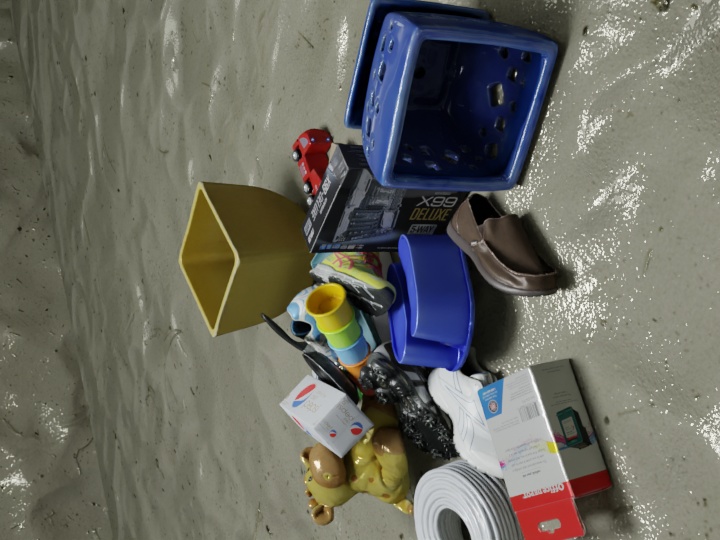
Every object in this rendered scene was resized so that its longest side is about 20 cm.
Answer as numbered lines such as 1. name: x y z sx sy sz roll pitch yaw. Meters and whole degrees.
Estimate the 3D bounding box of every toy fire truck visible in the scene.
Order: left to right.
1. toy fire truck: -0.045 -0.162 1.493 0.141 0.049 0.201 -45 57 51

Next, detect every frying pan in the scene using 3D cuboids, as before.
1. frying pan: -0.068 0.136 1.353 0.190 0.031 0.115 43 167 17

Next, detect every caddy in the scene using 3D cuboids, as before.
1. caddy: 0.103 0.040 1.230 0.142 0.104 0.201 111 158 -50

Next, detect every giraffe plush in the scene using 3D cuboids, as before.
1. giraffe plush: -0.012 0.293 1.374 0.173 0.161 0.201 -106 4 -71

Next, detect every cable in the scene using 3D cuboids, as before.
1. cable: 0.147 0.365 1.259 0.200 0.069 0.201 9 103 58

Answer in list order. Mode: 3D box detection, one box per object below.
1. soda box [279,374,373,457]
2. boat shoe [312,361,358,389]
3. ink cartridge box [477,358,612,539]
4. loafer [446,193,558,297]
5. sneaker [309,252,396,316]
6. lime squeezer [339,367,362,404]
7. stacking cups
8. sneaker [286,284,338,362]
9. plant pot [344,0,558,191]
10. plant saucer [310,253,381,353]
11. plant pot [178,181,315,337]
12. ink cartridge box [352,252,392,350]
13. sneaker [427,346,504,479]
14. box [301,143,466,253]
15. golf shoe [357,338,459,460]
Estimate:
1. soda box: -0.054 0.210 1.334 0.064 0.068 0.200 48 167 -13
2. boat shoe: -0.030 0.125 1.510 0.091 0.071 0.201 40 135 47
3. ink cartridge box: 0.227 0.222 1.105 0.116 0.067 0.201 -38 63 55
4. loafer: 0.175 -0.035 1.136 0.200 0.073 0.071 45 133 45
5. sneaker: 0.000 0.000 1.293 0.078 0.090 0.200 49 167 -28
6. lime squeezer: 0.002 0.199 1.475 0.038 0.071 0.200 10 142 20
7. stacking cups: -0.011 0.103 1.289 0.060 0.060 0.200 42 166 47
8. sneaker: -0.069 0.088 1.390 0.200 0.072 0.072 76 167 -59
9. plant pot: 0.095 -0.226 1.124 0.180 0.199 0.201 54 138 49
10. plant saucer: -0.022 0.048 1.394 0.070 0.019 0.201 -56 50 46
11. plant pot: -0.180 -0.027 1.594 0.195 0.199 0.196 58 140 35
12. ink cartridge box: 0.005 0.034 1.430 0.115 0.068 0.201 -37 65 54
13. sneaker: 0.158 0.187 1.210 0.200 0.074 0.087 58 135 35
14. box: 0.038 -0.094 1.230 0.158 0.199 0.050 -62 40 42
15. golf shoe: 0.088 0.182 1.299 0.078 0.095 0.200 -24 111 39
